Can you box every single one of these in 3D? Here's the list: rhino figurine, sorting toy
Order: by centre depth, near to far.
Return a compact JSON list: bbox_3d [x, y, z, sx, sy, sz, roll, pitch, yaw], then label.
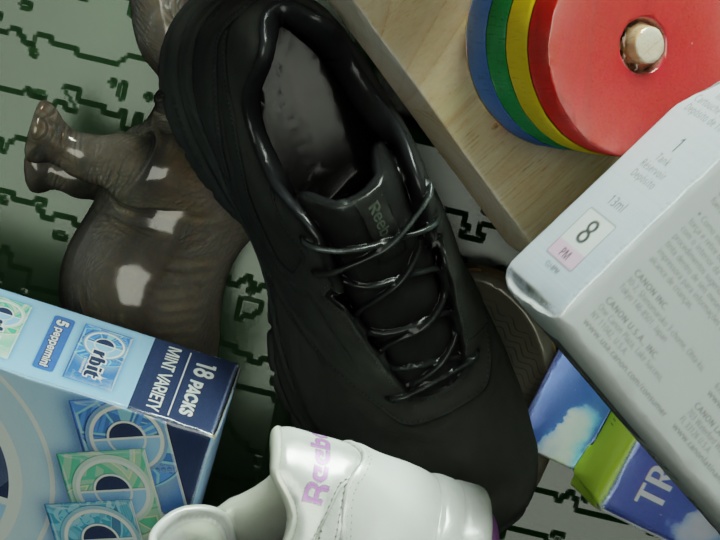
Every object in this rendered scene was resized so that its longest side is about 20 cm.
[{"bbox_3d":[0.079,-0.139,0.734,0.200,0.069,0.199,-46,116,-16],"label":"sorting toy"},{"bbox_3d":[-0.074,-0.028,0.819,0.087,0.060,0.201,20,94,-6],"label":"rhino figurine"}]

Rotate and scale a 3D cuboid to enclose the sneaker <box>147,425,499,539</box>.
[{"bbox_3d":[-0.044,0.124,0.772,0.099,0.075,0.200,27,118,-20],"label":"sneaker"}]

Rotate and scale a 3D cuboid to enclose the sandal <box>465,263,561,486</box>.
[{"bbox_3d":[-0.001,0.089,0.831,0.082,0.055,0.200,42,95,-3],"label":"sandal"}]

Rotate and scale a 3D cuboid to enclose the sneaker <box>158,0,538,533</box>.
[{"bbox_3d":[0.000,0.000,0.759,0.076,0.091,0.201,-32,100,-13],"label":"sneaker"}]

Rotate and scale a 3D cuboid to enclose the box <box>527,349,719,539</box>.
[{"bbox_3d":[0.167,0.054,0.812,0.199,0.048,0.123,26,96,-12],"label":"box"}]

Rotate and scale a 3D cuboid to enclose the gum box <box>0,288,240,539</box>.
[{"bbox_3d":[-0.156,0.078,0.802,0.198,0.045,0.171,17,124,-1],"label":"gum box"}]

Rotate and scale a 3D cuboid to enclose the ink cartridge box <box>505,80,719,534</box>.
[{"bbox_3d":[0.166,-0.007,0.733,0.200,0.057,0.163,-44,119,-3],"label":"ink cartridge box"}]
